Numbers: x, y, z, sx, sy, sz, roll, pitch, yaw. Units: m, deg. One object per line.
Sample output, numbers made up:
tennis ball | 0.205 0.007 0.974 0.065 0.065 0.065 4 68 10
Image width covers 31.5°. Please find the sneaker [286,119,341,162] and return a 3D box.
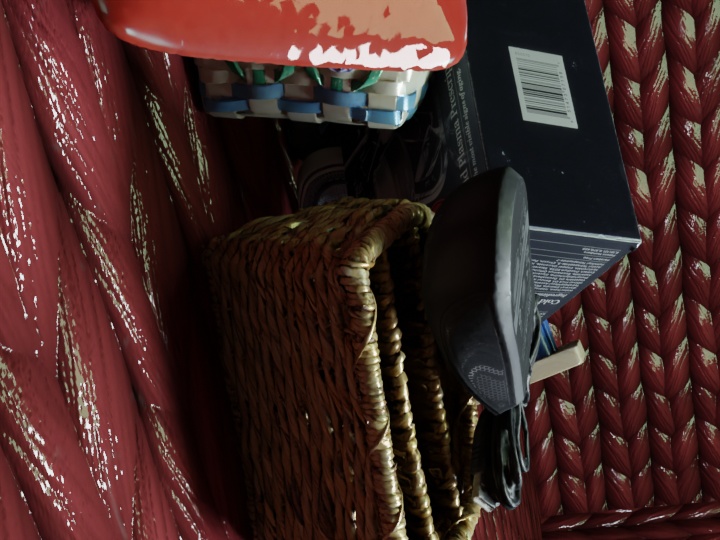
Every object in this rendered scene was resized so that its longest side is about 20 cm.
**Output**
sneaker | -0.022 -0.185 0.970 0.073 0.081 0.201 -52 133 -73

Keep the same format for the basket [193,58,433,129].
basket | -0.018 -0.186 0.732 0.139 0.175 0.201 -50 143 -71

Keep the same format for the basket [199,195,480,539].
basket | 0.019 0.063 0.708 0.142 0.149 0.201 -17 103 -35

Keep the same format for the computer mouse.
computer mouse | 0.063 0.026 0.687 0.201 0.052 0.139 76 22 -50

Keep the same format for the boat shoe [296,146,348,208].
boat shoe | 0.000 0.000 0.981 0.200 0.074 0.093 71 8 -53

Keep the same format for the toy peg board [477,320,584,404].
toy peg board | 0.116 0.081 1.297 0.200 0.198 0.098 5 63 -80

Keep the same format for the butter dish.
butter dish | -0.065 -0.180 0.601 0.198 0.147 0.201 -3 83 -36

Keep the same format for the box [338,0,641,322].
box | 0.074 -0.066 0.841 0.182 0.103 0.201 130 -41 -53
